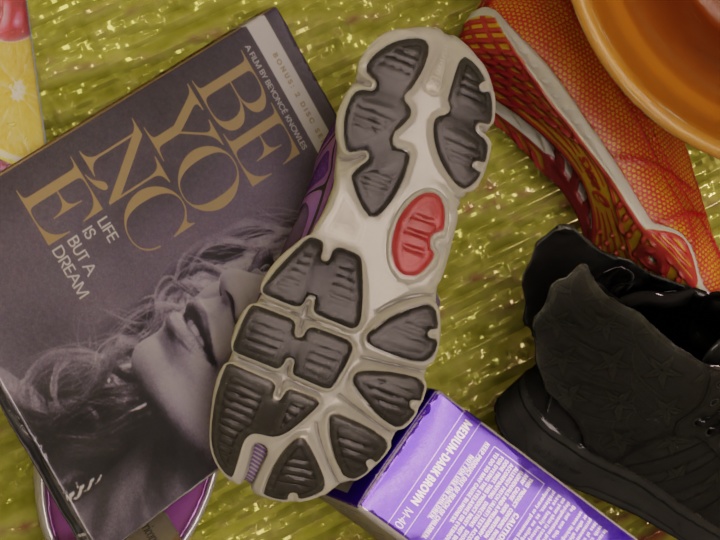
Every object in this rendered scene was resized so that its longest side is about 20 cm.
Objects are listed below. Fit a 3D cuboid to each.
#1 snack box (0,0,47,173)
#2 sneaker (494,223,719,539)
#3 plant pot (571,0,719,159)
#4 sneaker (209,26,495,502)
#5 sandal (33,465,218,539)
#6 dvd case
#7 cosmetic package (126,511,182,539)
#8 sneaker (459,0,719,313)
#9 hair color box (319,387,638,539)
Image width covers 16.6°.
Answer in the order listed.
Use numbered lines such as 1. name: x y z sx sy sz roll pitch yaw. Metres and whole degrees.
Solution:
1. snack box: -0.200 -0.050 1.001 0.141 0.053 0.202 -8 86 -14
2. sneaker: 0.137 0.055 1.055 0.199 0.060 0.104 23 125 -25
3. plant pot: 0.185 -0.145 1.027 0.199 0.183 0.202 1 96 7
4. sneaker: 0.000 0.000 1.009 0.080 0.083 0.201 25 83 -7
5. sandal: -0.082 0.037 1.040 0.082 0.050 0.204 20 84 -14
6. dvd case: -0.071 0.000 1.013 0.200 0.016 0.149 -35 100 -33
7. cosmetic package: -0.143 0.183 0.984 0.199 0.105 0.071 -26 122 -12
8. sneaker: 0.123 -0.045 1.087 0.077 0.073 0.201 -38 104 -27
9. hair color box: 0.079 0.128 1.052 0.200 0.109 0.065 39 82 -12
